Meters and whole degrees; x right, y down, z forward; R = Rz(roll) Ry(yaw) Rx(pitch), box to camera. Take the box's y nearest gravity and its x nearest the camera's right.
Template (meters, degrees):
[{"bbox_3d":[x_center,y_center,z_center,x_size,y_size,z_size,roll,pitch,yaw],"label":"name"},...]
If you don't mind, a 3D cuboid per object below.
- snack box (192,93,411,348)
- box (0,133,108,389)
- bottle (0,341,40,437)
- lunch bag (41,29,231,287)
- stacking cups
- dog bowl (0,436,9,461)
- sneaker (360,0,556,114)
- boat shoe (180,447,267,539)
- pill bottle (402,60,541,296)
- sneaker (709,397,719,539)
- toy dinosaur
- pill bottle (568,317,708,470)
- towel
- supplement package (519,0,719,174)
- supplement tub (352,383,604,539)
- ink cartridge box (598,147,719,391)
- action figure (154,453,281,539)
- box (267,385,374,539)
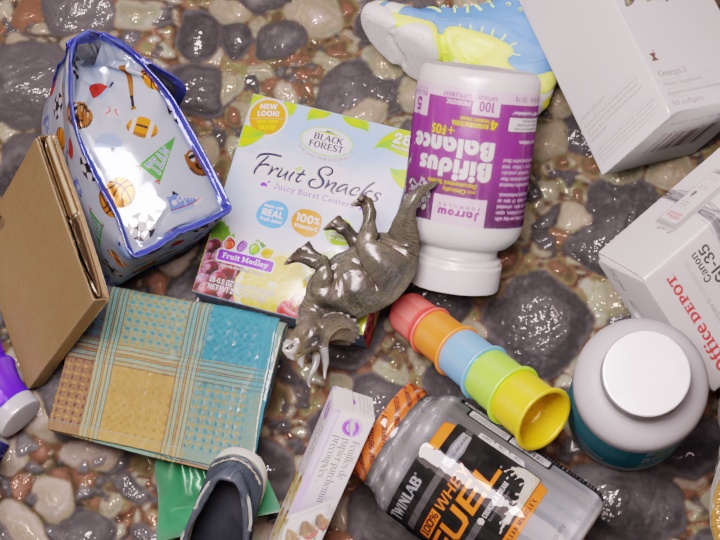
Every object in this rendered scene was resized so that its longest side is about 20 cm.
[{"bbox_3d":[-0.047,-0.047,1.355,0.168,0.068,0.201,13,77,9],"label":"snack box"},{"bbox_3d":[-0.291,-0.003,1.314,0.021,0.200,0.164,-10,69,-35],"label":"box"},{"bbox_3d":[-0.383,0.071,1.356,0.200,0.065,0.083,42,59,14],"label":"bottle"},{"bbox_3d":[-0.215,-0.105,1.308,0.124,0.170,0.200,-28,88,-23],"label":"lunch bag"},{"bbox_3d":[0.097,0.085,1.276,0.061,0.061,0.200,-48,44,-7],"label":"stacking cups"},{"bbox_3d":[-0.414,0.134,1.279,0.200,0.200,0.079,31,78,12],"label":"dog bowl"},{"bbox_3d":[0.104,-0.226,1.390,0.200,0.076,0.105,29,68,5],"label":"sneaker"},{"bbox_3d":[-0.127,0.253,1.254,0.075,0.062,0.201,22,108,5],"label":"boat shoe"},{"bbox_3d":[0.096,-0.083,1.303,0.112,0.112,0.201,7,101,8],"label":"pill bottle"},{"bbox_3d":[0.338,0.148,1.253,0.075,0.088,0.201,15,86,10],"label":"sneaker"},{"bbox_3d":[0.000,0.000,1.275,0.200,0.077,0.102,-40,91,-4],"label":"toy dinosaur"},{"bbox_3d":[0.232,0.104,1.219,0.110,0.200,0.111,-1,76,6],"label":"pill bottle"},{"bbox_3d":[-0.174,0.096,1.305,0.199,0.022,0.147,10,77,14],"label":"towel"},{"bbox_3d":[0.251,-0.209,1.321,0.117,0.117,0.201,-15,73,-29],"label":"supplement package"},{"bbox_3d":[0.099,0.191,1.252,0.200,0.123,0.123,32,81,13],"label":"supplement tub"},{"bbox_3d":[0.330,-0.015,1.266,0.200,0.083,0.147,-40,117,-5],"label":"ink cartridge box"},{"bbox_3d":[-0.145,0.137,1.326,0.118,0.055,0.201,-13,76,4],"label":"action figure"},{"bbox_3d":[-0.041,0.196,1.254,0.039,0.041,0.201,18,113,-11],"label":"box"}]
